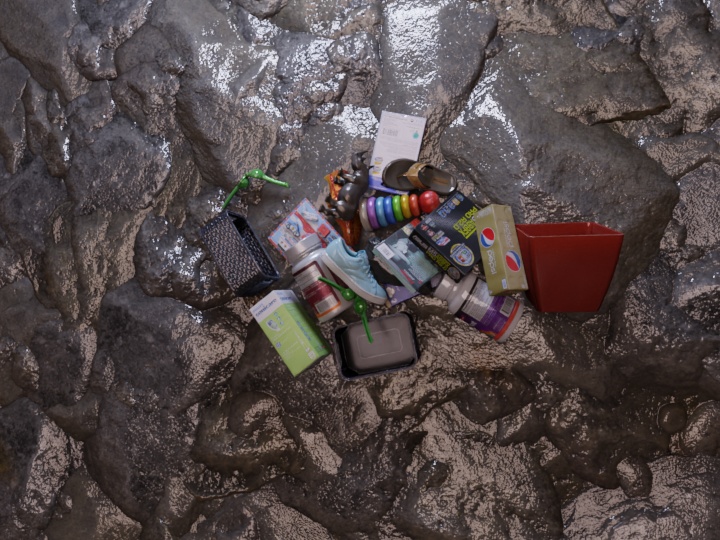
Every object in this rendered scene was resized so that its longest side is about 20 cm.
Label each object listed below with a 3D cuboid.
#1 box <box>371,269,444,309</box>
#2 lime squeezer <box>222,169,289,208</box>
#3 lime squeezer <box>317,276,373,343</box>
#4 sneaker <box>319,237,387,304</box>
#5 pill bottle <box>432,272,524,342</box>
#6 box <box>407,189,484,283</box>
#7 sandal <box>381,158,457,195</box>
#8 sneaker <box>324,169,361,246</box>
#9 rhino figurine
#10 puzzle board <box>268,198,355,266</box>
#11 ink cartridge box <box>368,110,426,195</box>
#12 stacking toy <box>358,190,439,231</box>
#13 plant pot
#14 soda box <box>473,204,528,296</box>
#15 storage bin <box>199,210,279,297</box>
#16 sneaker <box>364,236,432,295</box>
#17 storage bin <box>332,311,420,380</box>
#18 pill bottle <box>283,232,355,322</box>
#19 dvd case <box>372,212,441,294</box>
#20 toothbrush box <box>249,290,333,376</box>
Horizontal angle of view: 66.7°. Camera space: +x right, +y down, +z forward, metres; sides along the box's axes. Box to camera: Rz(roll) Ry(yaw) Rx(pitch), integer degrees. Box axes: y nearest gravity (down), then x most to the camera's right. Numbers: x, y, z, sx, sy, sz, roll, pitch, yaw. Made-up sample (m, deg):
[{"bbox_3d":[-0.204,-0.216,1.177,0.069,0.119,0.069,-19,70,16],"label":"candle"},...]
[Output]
[{"bbox_3d":[0.136,0.002,1.389,0.198,0.032,0.123,-25,83,8],"label":"box"},{"bbox_3d":[-0.294,-0.231,1.478,0.197,0.038,0.071,-17,116,10],"label":"lime squeezer"},{"bbox_3d":[-0.025,0.079,1.313,0.201,0.038,0.071,51,54,-7],"label":"lime squeezer"},{"bbox_3d":[0.000,0.000,1.314,0.199,0.074,0.082,39,109,-14],"label":"sneaker"},{"bbox_3d":[0.277,0.075,1.307,0.198,0.111,0.112,31,94,4],"label":"pill bottle"},{"bbox_3d":[0.232,-0.086,1.307,0.160,0.044,0.200,43,54,10],"label":"box"},{"bbox_3d":[0.151,-0.228,1.353,0.197,0.055,0.083,12,90,-10],"label":"sandal"},{"bbox_3d":[-0.045,-0.158,1.420,0.076,0.073,0.203,-16,78,27],"label":"sneaker"},{"bbox_3d":[-0.024,-0.213,1.355,0.087,0.060,0.202,28,74,-12],"label":"rhino figurine"},{"bbox_3d":[-0.132,-0.068,1.451,0.151,0.017,0.200,-44,80,6],"label":"puzzle board"},{"bbox_3d":[0.092,-0.297,1.404,0.117,0.042,0.203,13,88,9],"label":"ink cartridge box"},{"bbox_3d":[0.099,-0.155,1.363,0.197,0.085,0.087,-10,86,17],"label":"stacking toy"},{"bbox_3d":[0.458,-0.007,1.246,0.196,0.200,0.179,-1,102,5],"label":"plant pot"},{"bbox_3d":[0.321,-0.046,1.256,0.067,0.064,0.203,1,74,-33],"label":"soda box"},{"bbox_3d":[-0.310,-0.040,1.414,0.093,0.135,0.201,-34,82,8],"label":"storage bin"},{"bbox_3d":[0.087,0.004,1.353,0.199,0.076,0.091,37,113,9],"label":"sneaker"},{"bbox_3d":[0.041,0.187,1.369,0.197,0.094,0.137,-13,85,9],"label":"storage bin"},{"bbox_3d":[-0.103,0.017,1.378,0.113,0.114,0.202,-30,92,8],"label":"pill bottle"},{"bbox_3d":[0.143,-0.047,1.327,0.146,0.022,0.199,46,54,12],"label":"dvd case"},{"bbox_3d":[-0.170,0.153,1.384,0.086,0.146,0.201,-36,83,8],"label":"toothbrush box"}]
